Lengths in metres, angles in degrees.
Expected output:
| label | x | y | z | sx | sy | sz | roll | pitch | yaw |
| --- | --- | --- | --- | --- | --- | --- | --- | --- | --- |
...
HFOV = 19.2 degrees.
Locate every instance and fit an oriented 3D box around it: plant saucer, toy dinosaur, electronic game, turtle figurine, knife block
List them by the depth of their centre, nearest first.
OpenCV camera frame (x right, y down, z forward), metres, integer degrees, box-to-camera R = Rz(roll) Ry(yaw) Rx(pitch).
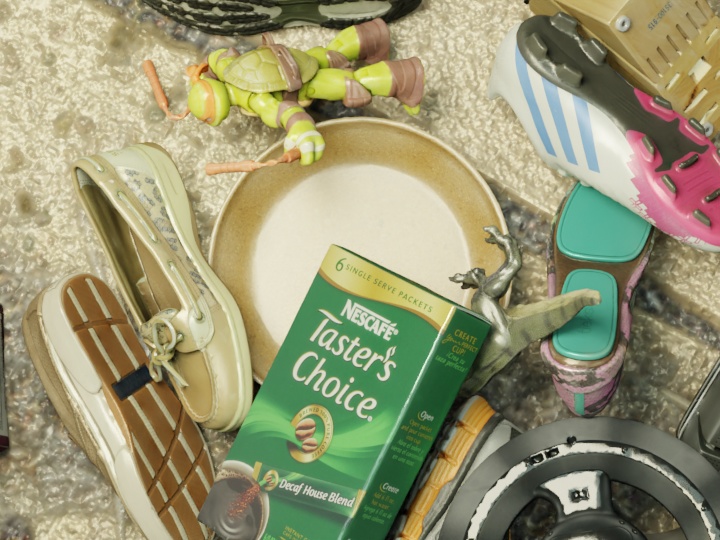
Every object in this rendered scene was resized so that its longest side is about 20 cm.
| label | x | y | z | sx | sy | sz | roll | pitch | yaw |
| --- | --- | --- | --- | --- | --- | --- | --- | --- | --- |
| electronic game | 0.143 | 0.188 | 1.303 | 0.200 | 0.042 | 0.200 | -3 | 74 | 9 |
| toy dinosaur | 0.083 | 0.027 | 1.329 | 0.047 | 0.200 | 0.088 | 14 | 55 | -33 |
| turtle figurine | -0.051 | -0.125 | 1.380 | 0.161 | 0.200 | 0.064 | -14 | 116 | -24 |
| plant saucer | 0.000 | 0.000 | 1.407 | 0.200 | 0.035 | 0.201 | 0 | 84 | 2 |
| knife block | 0.156 | -0.183 | 1.419 | 0.064 | 0.176 | 0.200 | -49 | 129 | -3 |

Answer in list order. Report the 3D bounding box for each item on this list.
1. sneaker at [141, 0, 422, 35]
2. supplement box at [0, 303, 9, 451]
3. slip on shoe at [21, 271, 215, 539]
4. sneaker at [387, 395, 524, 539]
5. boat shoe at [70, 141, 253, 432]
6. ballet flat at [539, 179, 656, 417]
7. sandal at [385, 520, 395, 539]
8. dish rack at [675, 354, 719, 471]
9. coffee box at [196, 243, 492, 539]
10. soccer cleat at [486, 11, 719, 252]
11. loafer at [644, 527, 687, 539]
| label | x | y | z | sx | sy | sz | roll | pitch | yaw |
| --- | --- | --- | --- | --- | --- | --- | --- | --- | --- |
| sneaker | -0.059 | -0.210 | 1.424 | 0.200 | 0.077 | 0.089 | 0 | 70 | -4 |
| supplement box | -0.302 | 0.061 | 1.325 | 0.131 | 0.200 | 0.103 | -2 | 83 | 1 |
| slip on shoe | -0.160 | 0.100 | 1.391 | 0.061 | 0.076 | 0.200 | -28 | 92 | 38 |
| sneaker | 0.054 | 0.182 | 1.366 | 0.077 | 0.078 | 0.200 | 29 | 86 | -3 |
| boat shoe | -0.130 | 0.015 | 1.376 | 0.063 | 0.073 | 0.200 | -13 | 73 | -41 |
| ballet flat | 0.151 | 0.013 | 1.372 | 0.069 | 0.071 | 0.200 | 8 | 46 | 8 |
| sandal | -0.042 | 0.188 | 1.367 | 0.075 | 0.045 | 0.200 | 31 | 86 | 45 |
| dish rack | 0.315 | 0.109 | 1.344 | 0.200 | 0.055 | 0.154 | 24 | 125 | -3 |
| coffee box | -0.013 | 0.094 | 1.324 | 0.123 | 0.044 | 0.200 | 29 | 92 | 43 |
| soccer cleat | 0.163 | -0.079 | 1.373 | 0.200 | 0.086 | 0.070 | 47 | 53 | 9 |
| loafer | 0.169 | 0.196 | 1.345 | 0.200 | 0.073 | 0.072 | -38 | 92 | 7 |
